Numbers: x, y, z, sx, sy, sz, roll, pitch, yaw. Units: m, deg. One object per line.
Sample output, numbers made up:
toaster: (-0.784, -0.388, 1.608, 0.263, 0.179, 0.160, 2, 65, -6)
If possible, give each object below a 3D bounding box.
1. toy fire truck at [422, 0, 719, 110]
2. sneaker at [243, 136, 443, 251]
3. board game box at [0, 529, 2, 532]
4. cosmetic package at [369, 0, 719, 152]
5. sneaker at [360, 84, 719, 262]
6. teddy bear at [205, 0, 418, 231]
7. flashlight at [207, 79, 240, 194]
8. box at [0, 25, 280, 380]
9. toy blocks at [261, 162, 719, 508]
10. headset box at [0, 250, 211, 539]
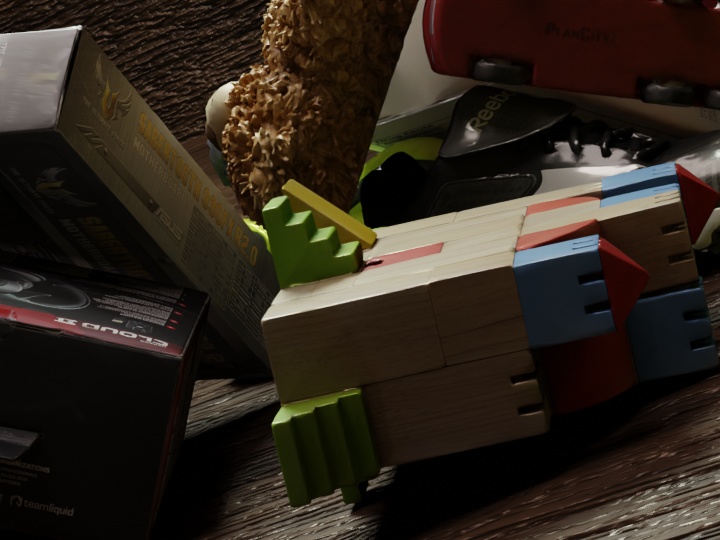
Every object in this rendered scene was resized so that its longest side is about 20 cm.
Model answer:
toy fire truck: (0.120, -0.089, 1.150, 0.199, 0.049, 0.141, 6, 3, -5)
sneaker: (0.000, 0.000, 1.289, 0.083, 0.075, 0.200, 5, -19, -41)
board game box: (-0.211, 0.083, 1.175, 0.134, 0.045, 0.200, 4, 7, -2)
cosmetic package: (0.075, -0.096, 1.282, 0.103, 0.088, 0.200, -15, -15, 33)
sneaker: (0.074, -0.033, 1.097, 0.199, 0.091, 0.066, -19, 9, 39)
teddy bear: (-0.010, -0.110, 1.136, 0.066, 0.201, 0.145, 19, 13, -1)
flashlight: (-0.024, -0.037, 1.401, 0.068, 0.068, 0.200, -16, -17, 5)
box: (-0.139, -0.020, 1.181, 0.158, 0.200, 0.049, -4, 58, 26)
toy blocks: (0.049, 0.012, 0.900, 0.136, 0.101, 0.200, -12, 8, 8)
headset box: (-0.137, 0.040, 1.059, 0.148, 0.078, 0.200, 11, 8, -2)
